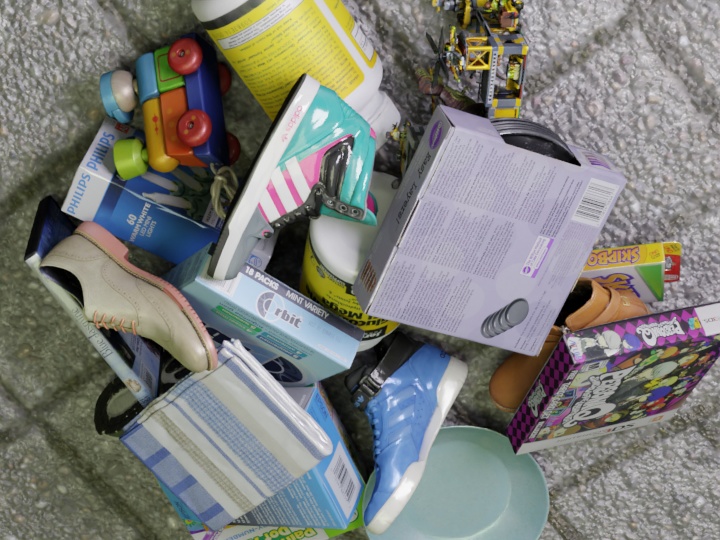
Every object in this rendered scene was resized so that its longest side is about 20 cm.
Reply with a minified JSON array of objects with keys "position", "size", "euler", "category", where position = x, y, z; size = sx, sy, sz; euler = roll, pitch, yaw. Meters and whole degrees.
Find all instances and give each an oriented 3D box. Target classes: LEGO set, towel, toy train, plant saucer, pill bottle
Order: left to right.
[{"position":[-0.175,-0.108,1.586],"size":[0.115,0.202,0.085],"euler":[-13,163,17],"category":"toy train"},{"position":[-0.130,0.160,1.643],"size":[0.147,0.024,0.200],"euler":[46,129,-7],"category":"towel"},{"position":[-0.053,-0.193,1.547],"size":[0.112,0.113,0.201],"euler":[-27,114,22],"category":"pill bottle"},{"position":[0.000,0.000,1.630],"size":[0.111,0.113,0.200],"euler":[13,154,0],"category":"pill bottle"},{"position":[0.074,-0.156,1.536],"size":[0.114,0.155,0.201],"euler":[-2,130,-10],"category":"LEGO set"},{"position":[0.100,0.242,1.833],"size":[0.198,0.039,0.203],"euler":[-1,116,-1],"category":"plant saucer"}]

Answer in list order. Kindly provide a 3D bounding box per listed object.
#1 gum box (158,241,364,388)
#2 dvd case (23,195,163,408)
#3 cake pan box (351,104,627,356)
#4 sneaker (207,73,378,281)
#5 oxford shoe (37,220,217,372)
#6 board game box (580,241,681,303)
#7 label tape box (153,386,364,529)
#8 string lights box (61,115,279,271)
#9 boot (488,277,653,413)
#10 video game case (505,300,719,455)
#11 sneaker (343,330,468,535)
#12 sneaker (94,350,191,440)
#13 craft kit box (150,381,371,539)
[{"position":[-0.113,0.054,1.648],"size":[0.169,0.045,0.200],"euler":[31,157,-16],"category":"gum box"},{"position":[-0.260,0.031,1.708],"size":[0.017,0.143,0.201],"euler":[-32,113,10],"category":"dvd case"},{"position":[0.112,-0.034,1.499],"size":[0.183,0.052,0.201],"euler":[12,116,-27],"category":"cake pan box"},{"position":[-0.045,-0.058,1.502],"size":[0.120,0.084,0.201],"euler":[27,111,-8],"category":"sneaker"},{"position":[-0.213,0.039,1.585],"size":[0.199,0.074,0.071],"euler":[37,147,25],"category":"oxford shoe"},{"position":[0.210,0.010,1.657],"size":[0.198,0.030,0.096],"euler":[-9,155,5],"category":"board game box"},{"position":[-0.114,0.187,1.723],"size":[0.198,0.066,0.144],"euler":[-2,131,30],"category":"label tape box"},{"position":[-0.177,-0.061,1.662],"size":[0.198,0.103,0.059],"euler":[25,124,-8],"category":"string lights box"},{"position":[0.180,0.071,1.655],"size":[0.199,0.077,0.155],"euler":[-20,154,28],"category":"boot"},{"position":[0.248,0.104,1.648],"size":[0.179,0.036,0.201],"euler":[-11,152,-20],"category":"video game case"},{"position":[0.021,0.156,1.729],"size":[0.110,0.201,0.077],"euler":[28,162,-3],"category":"sneaker"},{"position":[-0.181,0.125,1.814],"size":[0.199,0.078,0.089],"euler":[-25,146,20],"category":"sneaker"},{"position":[-0.102,0.218,1.822],"size":[0.198,0.049,0.198],"euler":[-22,127,8],"category":"craft kit box"}]
